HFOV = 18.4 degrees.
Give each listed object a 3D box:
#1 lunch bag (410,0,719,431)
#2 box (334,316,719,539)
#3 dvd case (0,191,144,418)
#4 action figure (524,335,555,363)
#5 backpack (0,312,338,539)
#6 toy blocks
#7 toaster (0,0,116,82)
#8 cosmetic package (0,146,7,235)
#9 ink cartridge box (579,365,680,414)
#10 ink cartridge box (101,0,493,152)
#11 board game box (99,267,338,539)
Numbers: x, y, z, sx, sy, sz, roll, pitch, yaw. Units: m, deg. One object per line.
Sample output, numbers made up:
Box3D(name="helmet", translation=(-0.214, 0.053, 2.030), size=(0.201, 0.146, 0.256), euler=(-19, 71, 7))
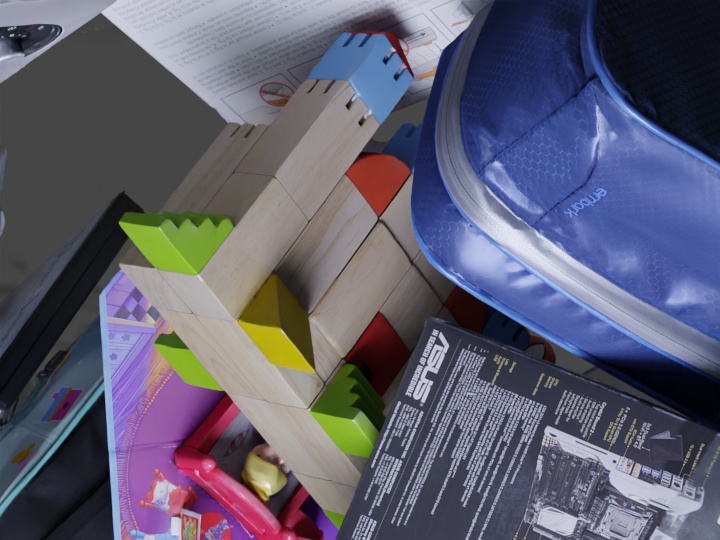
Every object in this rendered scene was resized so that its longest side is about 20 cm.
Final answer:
Box3D(name="lunch bag", translation=(0.123, -0.033, 0.807), size=(0.200, 0.136, 0.132), euler=(30, 137, -17))
Box3D(name="box", translation=(0.058, 0.135, 0.791), size=(0.157, 0.201, 0.050), euler=(21, 176, 30))
Box3D(name="dvd case", translation=(-0.184, 0.056, 1.022), size=(0.018, 0.143, 0.200), euler=(42, 133, -12))
Box3D(name="action figure", translation=(0.057, 0.110, 0.891), size=(0.052, 0.201, 0.065), euler=(38, 137, -28))
Box3D(name="backpack", translation=(-0.097, 0.123, 1.005), size=(0.176, 0.200, 0.153), euler=(47, 153, -21))
Box3D(name="toy blocks", translation=(0.000, 0.000, 0.879), size=(0.100, 0.137, 0.200), euler=(8, 143, 47))
Box3D(name="toaster", translation=(-0.203, -0.147, 0.822), size=(0.181, 0.118, 0.201), euler=(-25, 86, 44))
Box3D(name="cosmetic package", translation=(-0.235, 0.026, 0.979), size=(0.090, 0.200, 0.107), euler=(20, 133, 3))
Box3D(name="ink cartridge box", translation=(0.175, 0.122, 0.967), size=(0.200, 0.084, 0.144), euler=(42, 134, -16))
Box3D(name="ink cartridge box", translation=(-0.018, -0.120, 0.873), size=(0.161, 0.050, 0.200), euler=(-19, 139, 35))
Box3D(name="board game box", translation=(-0.026, 0.070, 0.934), size=(0.039, 0.157, 0.201), euler=(-178, 85, -66))
